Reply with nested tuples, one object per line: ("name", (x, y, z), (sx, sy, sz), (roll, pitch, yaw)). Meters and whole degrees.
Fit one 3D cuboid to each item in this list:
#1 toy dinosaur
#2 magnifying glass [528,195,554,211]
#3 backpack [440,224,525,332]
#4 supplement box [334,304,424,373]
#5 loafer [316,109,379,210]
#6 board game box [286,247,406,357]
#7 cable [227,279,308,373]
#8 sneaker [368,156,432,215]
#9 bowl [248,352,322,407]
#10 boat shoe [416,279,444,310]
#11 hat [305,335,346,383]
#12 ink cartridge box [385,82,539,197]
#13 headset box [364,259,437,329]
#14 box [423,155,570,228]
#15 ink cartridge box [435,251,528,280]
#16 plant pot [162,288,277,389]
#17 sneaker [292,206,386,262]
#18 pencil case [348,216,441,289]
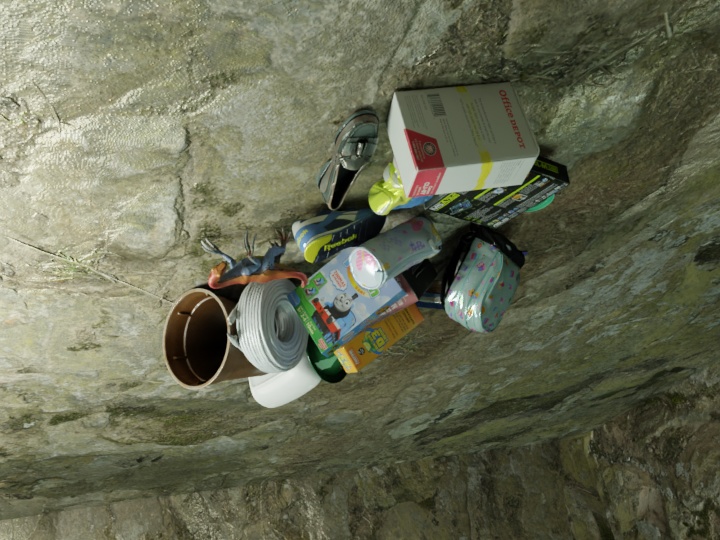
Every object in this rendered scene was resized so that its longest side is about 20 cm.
("toy dinosaur", (-0.191, -0.005, 1.374), (0.105, 0.200, 0.182), (-30, -164, 50))
("magnifying glass", (0.318, -0.161, 1.476), (0.079, 0.023, 0.199), (-27, 149, 24))
("backpack", (0.258, 0.026, 1.600), (0.166, 0.126, 0.202), (31, 86, -46))
("supplement box", (0.039, 0.137, 1.628), (0.199, 0.067, 0.069), (-36, -172, -21))
("loafer", (-0.014, -0.174, 1.235), (0.071, 0.064, 0.200), (-1, 151, -25))
("board game box", (-0.030, 0.049, 1.500), (0.199, 0.152, 0.037), (-38, 151, 3))
("cable", (-0.176, 0.106, 1.547), (0.068, 0.201, 0.201), (-8, 135, 27))
("sneaker", (0.098, -0.166, 1.316), (0.104, 0.077, 0.200), (-10, 163, -37))
("bowl", (-0.186, 0.192, 1.710), (0.199, 0.202, 0.074), (-31, 148, 31))
("boat shoe", (0.136, 0.043, 1.717), (0.197, 0.073, 0.072), (8, 161, 14))
("hat", (-0.002, 0.135, 1.654), (0.175, 0.201, 0.166), (-19, 118, 30))
("ink cartridge box", (0.154, -0.202, 1.172), (0.197, 0.147, 0.084), (-8, 154, -13))
("headset box", (0.063, 0.039, 1.600), (0.199, 0.078, 0.149), (-31, -173, 30))
("box", (0.247, -0.152, 1.397), (0.191, 0.048, 0.199), (13, 150, -33))
("ink cartridge box", (0.269, 0.022, 1.788), (0.198, 0.047, 0.198), (2, 148, -24))
("plant pot", (-0.276, 0.145, 1.606), (0.199, 0.202, 0.197), (-30, 158, 30))
("sneaker", (-0.038, -0.083, 1.404), (0.199, 0.082, 0.075), (-19, 139, -36))
("pencil case", (0.069, -0.033, 1.445), (0.199, 0.091, 0.084), (-26, 146, -43))
